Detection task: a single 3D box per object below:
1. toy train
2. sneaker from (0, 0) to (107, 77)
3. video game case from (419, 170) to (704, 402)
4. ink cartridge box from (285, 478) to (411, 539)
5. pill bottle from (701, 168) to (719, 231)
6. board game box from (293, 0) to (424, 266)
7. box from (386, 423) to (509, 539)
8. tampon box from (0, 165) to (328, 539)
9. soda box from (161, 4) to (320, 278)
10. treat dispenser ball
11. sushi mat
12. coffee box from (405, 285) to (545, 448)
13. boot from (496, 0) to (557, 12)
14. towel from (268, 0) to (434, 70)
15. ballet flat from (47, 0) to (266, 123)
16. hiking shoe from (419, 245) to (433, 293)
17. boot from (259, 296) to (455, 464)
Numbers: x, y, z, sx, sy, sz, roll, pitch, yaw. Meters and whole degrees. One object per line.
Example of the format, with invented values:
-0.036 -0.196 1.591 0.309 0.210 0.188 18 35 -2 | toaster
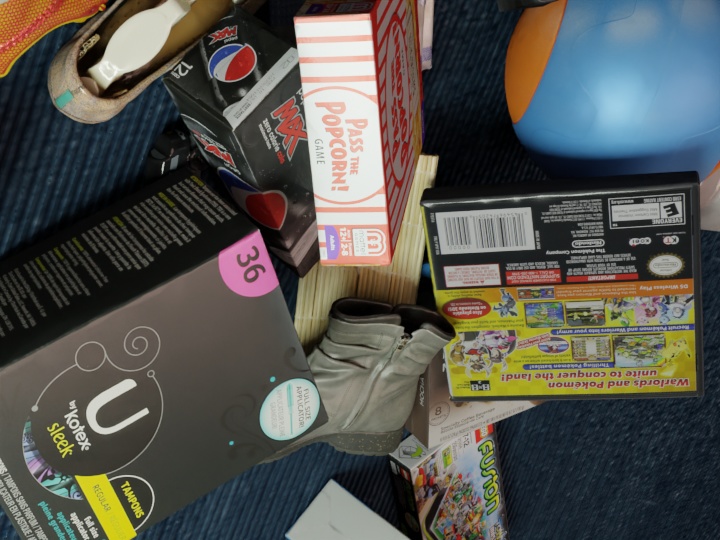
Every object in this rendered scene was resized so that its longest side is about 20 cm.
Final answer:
-0.137 0.002 0.797 0.045 0.034 0.203 -5 114 -38 | toy train
-0.157 -0.192 0.668 0.200 0.073 0.077 -40 155 -16 | sneaker
0.153 0.017 0.872 0.026 0.197 0.183 -69 153 -57 | video game case
0.031 0.281 1.042 0.067 0.116 0.200 -49 137 -12 | ink cartridge box
0.352 -0.097 1.151 0.198 0.114 0.116 2 109 -44 | pill bottle
0.005 -0.116 0.740 0.201 0.046 0.153 -72 160 -60 | board game box
0.089 0.226 1.127 0.110 0.035 0.202 -33 130 -27 | box
-0.146 0.059 0.720 0.199 0.126 0.151 -29 124 -16 | tampon box
-0.058 -0.076 0.763 0.071 0.063 0.200 -48 156 -13 | soda box
0.214 -0.153 0.927 0.199 0.200 0.203 -21 124 -34 | treat dispenser ball
0.000 0.000 0.904 0.094 0.012 0.203 7 111 -1 | sushi mat
0.119 0.060 1.016 0.198 0.080 0.114 -16 123 -27 | coffee box
0.142 -0.297 0.824 0.163 0.066 0.202 -21 95 -21 | boot
-0.005 -0.224 0.814 0.146 0.024 0.202 -18 121 -34 | towel
-0.104 -0.163 0.704 0.068 0.067 0.200 44 78 -14 | ballet flat
0.106 -0.025 0.903 0.086 0.198 0.075 25 58 -47 | hiking shoe
-0.034 0.072 0.867 0.198 0.068 0.132 2 126 -28 | boot
